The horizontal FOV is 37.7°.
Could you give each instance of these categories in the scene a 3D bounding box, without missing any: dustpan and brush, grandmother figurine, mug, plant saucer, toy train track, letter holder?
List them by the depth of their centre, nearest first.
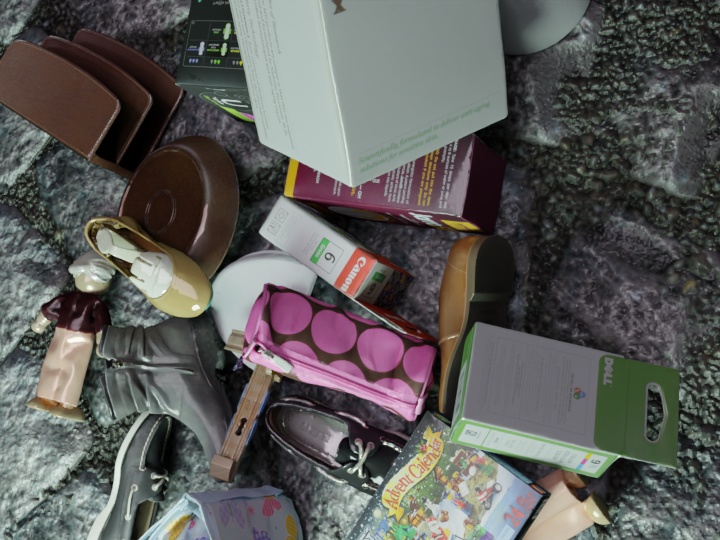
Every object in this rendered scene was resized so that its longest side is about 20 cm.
[{"bbox_3d":[0.137,0.260,1.027,0.200,0.061,0.121,-37,60,12],"label":"grandmother figurine"},{"bbox_3d":[0.129,-0.314,1.072,0.186,0.153,0.150,2,83,25],"label":"mug"},{"bbox_3d":[-0.110,0.120,1.095,0.114,0.033,0.200,14,72,22],"label":"toy train track"},{"bbox_3d":[-0.143,0.024,1.199,0.200,0.057,0.140,24,101,19],"label":"dustpan and brush"},{"bbox_3d":[-0.222,-0.064,1.225,0.200,0.034,0.201,-11,72,36],"label":"plant saucer"},{"bbox_3d":[-0.342,0.071,1.266,0.121,0.061,0.201,15,85,16],"label":"grandmother figurine"},{"bbox_3d":[-0.335,-0.224,1.295,0.200,0.101,0.142,32,93,25],"label":"letter holder"}]

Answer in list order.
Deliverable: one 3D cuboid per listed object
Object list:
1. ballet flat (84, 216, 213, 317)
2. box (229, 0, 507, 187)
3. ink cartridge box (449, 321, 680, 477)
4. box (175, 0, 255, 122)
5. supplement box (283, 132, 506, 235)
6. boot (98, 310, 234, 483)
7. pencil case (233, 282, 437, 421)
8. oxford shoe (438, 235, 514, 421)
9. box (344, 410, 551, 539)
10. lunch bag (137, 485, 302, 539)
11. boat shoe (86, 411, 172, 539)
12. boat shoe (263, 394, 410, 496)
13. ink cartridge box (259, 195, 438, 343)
[{"bbox_3d":[-0.241,-0.005,1.162,0.200,0.063,0.069,30,99,40],"label":"ballet flat"},{"bbox_3d":[0.008,-0.220,0.991,0.171,0.199,0.200,30,138,49],"label":"box"},{"bbox_3d":[0.190,0.126,0.986,0.199,0.059,0.104,13,57,0],"label":"ink cartridge box"},{"bbox_3d":[-0.101,-0.275,1.170,0.124,0.148,0.201,7,85,24],"label":"box"},{"bbox_3d":[0.037,-0.097,1.100,0.199,0.110,0.086,8,85,25],"label":"supplement box"},{"bbox_3d":[-0.213,0.148,1.159,0.131,0.070,0.200,-12,72,-16],"label":"boot"},{"bbox_3d":[-0.020,0.087,1.057,0.199,0.094,0.091,19,108,-8],"label":"pencil case"},{"bbox_3d":[0.108,0.063,1.079,0.071,0.071,0.201,6,86,55],"label":"oxford shoe"},{"bbox_3d":[0.069,0.255,1.007,0.136,0.038,0.200,34,96,24],"label":"box"},{"bbox_3d":[-0.152,0.320,1.083,0.127,0.169,0.201,16,91,28],"label":"lunch bag"},{"bbox_3d":[-0.248,0.250,1.191,0.060,0.074,0.200,21,87,20],"label":"boat shoe"},{"bbox_3d":[-0.012,0.184,1.094,0.200,0.060,0.074,27,93,26],"label":"boat shoe"},{"bbox_3d":[0.000,0.000,1.101,0.200,0.109,0.050,34,95,24],"label":"ink cartridge box"}]
